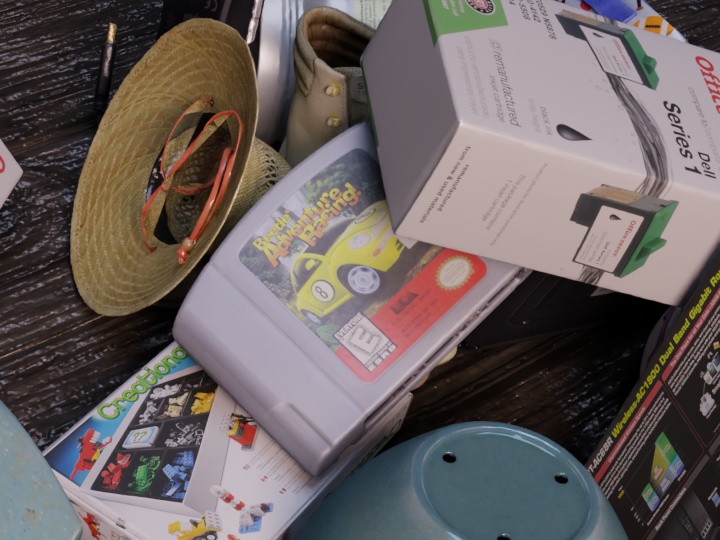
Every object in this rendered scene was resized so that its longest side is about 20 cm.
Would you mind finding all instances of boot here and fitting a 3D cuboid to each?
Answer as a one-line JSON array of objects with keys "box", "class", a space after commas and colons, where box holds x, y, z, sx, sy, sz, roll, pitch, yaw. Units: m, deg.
[{"box": [0.005, -0.051, 1.114, 0.072, 0.155, 0.200, -10, 42, -27], "class": "boot"}]

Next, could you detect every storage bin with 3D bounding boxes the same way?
[{"box": [0.143, -0.032, 1.155, 0.200, 0.135, 0.094, -9, 64, -29], "class": "storage bin"}]

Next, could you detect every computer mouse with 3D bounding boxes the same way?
[{"box": [-0.115, -0.159, 1.216, 0.046, 0.200, 0.140, -7, 20, -44], "class": "computer mouse"}]

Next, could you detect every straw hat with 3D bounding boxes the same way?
[{"box": [-0.087, -0.048, 1.116, 0.085, 0.201, 0.201, 21, 30, -33], "class": "straw hat"}]

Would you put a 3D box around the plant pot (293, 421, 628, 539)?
[{"box": [0.056, 0.153, 0.917, 0.200, 0.135, 0.200, 9, 37, -7], "class": "plant pot"}]

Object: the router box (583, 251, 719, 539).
[{"box": [0.206, 0.100, 0.969, 0.062, 0.200, 0.150, 1, 42, -32], "class": "router box"}]

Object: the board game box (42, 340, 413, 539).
[{"box": [-0.074, 0.096, 1.025, 0.126, 0.035, 0.200, 31, 41, 15], "class": "board game box"}]

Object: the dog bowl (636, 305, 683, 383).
[{"box": [0.269, 0.066, 1.097, 0.200, 0.074, 0.200, 5, 55, -7], "class": "dog bowl"}]

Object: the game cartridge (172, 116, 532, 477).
[{"box": [0.000, 0.000, 1.025, 0.133, 0.041, 0.200, 42, 76, 18], "class": "game cartridge"}]

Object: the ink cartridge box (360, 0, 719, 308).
[{"box": [0.112, -0.071, 0.998, 0.200, 0.084, 0.146, 13, 41, -22], "class": "ink cartridge box"}]

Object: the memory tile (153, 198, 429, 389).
[{"box": [-0.035, -0.001, 1.180, 0.200, 0.017, 0.153, 19, 38, 8], "class": "memory tile"}]

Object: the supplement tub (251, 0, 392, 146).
[{"box": [0.019, -0.140, 1.266, 0.200, 0.145, 0.145, 3, 39, -13], "class": "supplement tub"}]

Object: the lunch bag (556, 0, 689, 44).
[{"box": [0.180, -0.150, 1.313, 0.076, 0.160, 0.200, -37, 42, 2], "class": "lunch bag"}]

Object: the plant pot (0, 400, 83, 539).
[{"box": [-0.240, 0.138, 0.811, 0.200, 0.196, 0.196, 26, 38, 0], "class": "plant pot"}]

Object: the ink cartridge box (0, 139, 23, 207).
[{"box": [-0.295, -0.083, 1.050, 0.083, 0.200, 0.147, -19, 29, 25], "class": "ink cartridge box"}]
